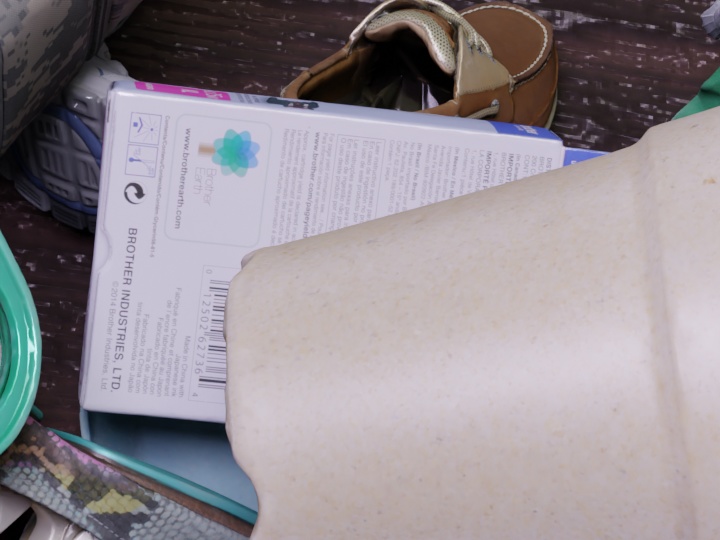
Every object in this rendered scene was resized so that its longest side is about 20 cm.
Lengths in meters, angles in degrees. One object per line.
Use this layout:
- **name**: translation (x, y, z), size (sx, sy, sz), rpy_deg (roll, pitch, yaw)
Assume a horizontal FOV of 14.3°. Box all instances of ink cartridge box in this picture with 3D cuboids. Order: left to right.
- **ink cartridge box**: translation (0.000, 0.000, 1.063), size (0.199, 0.120, 0.042), rpy_deg (6, 10, -5)

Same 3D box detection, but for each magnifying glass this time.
- **magnifying glass**: translation (-0.145, -0.032, 0.931), size (0.079, 0.022, 0.201), rpy_deg (1, 78, -39)

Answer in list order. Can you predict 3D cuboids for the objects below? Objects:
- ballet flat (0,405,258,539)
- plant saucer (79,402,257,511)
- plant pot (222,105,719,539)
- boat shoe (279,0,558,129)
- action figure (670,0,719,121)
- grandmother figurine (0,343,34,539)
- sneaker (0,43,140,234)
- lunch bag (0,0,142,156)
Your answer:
- **ballet flat**: translation (-0.118, 0.075, 0.987), size (0.200, 0.069, 0.071), rpy_deg (34, 76, -32)
- **plant saucer**: translation (-0.010, 0.065, 1.103), size (0.199, 0.036, 0.201), rpy_deg (6, 54, -8)
- **plant pot**: translation (0.054, 0.048, 0.974), size (0.183, 0.201, 0.201), rpy_deg (-8, 56, 7)
- **boat shoe**: translation (0.025, -0.070, 1.151), size (0.075, 0.074, 0.200), rpy_deg (23, 35, 19)
- **action figure**: translation (0.173, -0.087, 1.142), size (0.118, 0.200, 0.055), rpy_deg (-3, 56, -14)
- **grandmother figurine**: translation (-0.147, 0.110, 1.031), size (0.121, 0.061, 0.201), rpy_deg (16, 54, -26)
- **sneaker**: translation (-0.130, -0.078, 1.146), size (0.199, 0.075, 0.087), rpy_deg (22, 46, 15)
- **lunch bag**: translation (-0.149, -0.165, 1.050), size (0.200, 0.139, 0.168), rpy_deg (36, 72, 9)
